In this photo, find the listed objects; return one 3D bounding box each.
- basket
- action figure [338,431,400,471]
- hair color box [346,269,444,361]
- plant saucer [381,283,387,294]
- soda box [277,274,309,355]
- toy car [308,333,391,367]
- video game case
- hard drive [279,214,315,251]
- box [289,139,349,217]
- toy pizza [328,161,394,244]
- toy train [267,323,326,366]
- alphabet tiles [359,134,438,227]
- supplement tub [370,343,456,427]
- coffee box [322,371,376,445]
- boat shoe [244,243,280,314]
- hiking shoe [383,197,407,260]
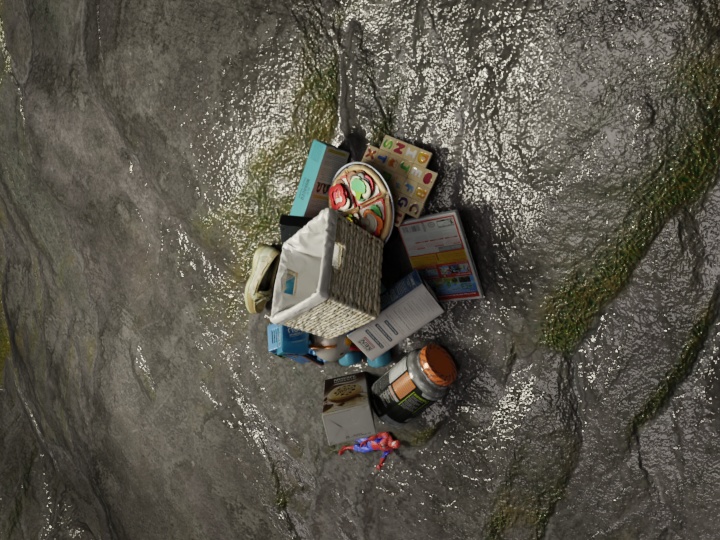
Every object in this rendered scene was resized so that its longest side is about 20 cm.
[{"bbox_3d":[-0.066,0.016,1.142,0.199,0.159,0.202,-31,46,47],"label":"basket"},{"bbox_3d":[0.009,0.461,1.405,0.197,0.099,0.066,-14,98,33],"label":"action figure"},{"bbox_3d":[0.072,0.099,1.184,0.199,0.061,0.100,-36,121,11],"label":"hair color box"},{"bbox_3d":[0.000,0.000,1.261,0.201,0.019,0.070,52,155,29],"label":"plant saucer"},{"bbox_3d":[-0.152,0.090,1.249,0.068,0.063,0.204,143,129,-68],"label":"soda box"},{"bbox_3d":[-0.039,0.156,1.280,0.174,0.199,0.188,-3,103,33],"label":"toy car"},{"bbox_3d":[0.171,-0.025,1.170,0.141,0.017,0.203,-7,115,34],"label":"video game case"},{"bbox_3d":[-0.112,-0.047,1.268,0.137,0.033,0.201,5,145,1],"label":"hard drive"},{"bbox_3d":[-0.098,-0.190,1.260,0.049,0.082,0.203,30,106,37],"label":"box"},{"bbox_3d":[-0.007,-0.134,1.194,0.198,0.031,0.204,16,113,41],"label":"toy pizza"},{"bbox_3d":[-0.144,0.182,1.366,0.112,0.200,0.088,-19,59,19],"label":"toy train"},{"bbox_3d":[0.069,-0.195,1.174,0.199,0.006,0.169,31,99,34],"label":"alphabet tiles"},{"bbox_3d":[0.121,0.263,1.254,0.123,0.122,0.200,51,124,10],"label":"supplement tub"},{"bbox_3d":[-0.029,0.325,1.308,0.111,0.200,0.081,-13,101,0],"label":"coffee box"},{"bbox_3d":[-0.259,0.032,1.467,0.062,0.073,0.204,26,110,29],"label":"boat shoe"},{"bbox_3d":[0.031,-0.096,1.235,0.100,0.075,0.202,37,122,14],"label":"hiking shoe"}]
